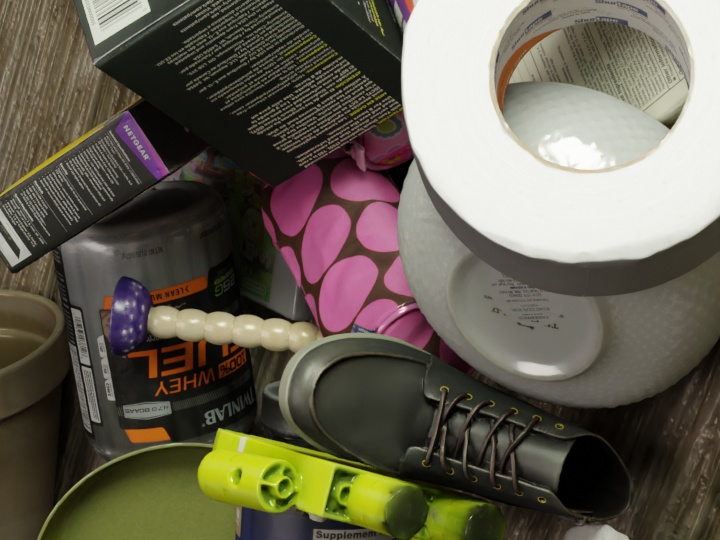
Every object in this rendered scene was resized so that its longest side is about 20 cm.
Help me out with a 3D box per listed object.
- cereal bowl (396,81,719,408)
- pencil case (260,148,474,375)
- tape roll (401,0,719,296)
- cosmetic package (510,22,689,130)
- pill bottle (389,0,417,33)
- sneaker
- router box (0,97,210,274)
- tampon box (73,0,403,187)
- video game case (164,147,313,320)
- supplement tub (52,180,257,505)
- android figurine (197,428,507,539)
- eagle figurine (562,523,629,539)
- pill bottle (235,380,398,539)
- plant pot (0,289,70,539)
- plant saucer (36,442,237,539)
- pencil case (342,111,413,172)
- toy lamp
[{"bbox_3d":[0.105,0.000,1.417,0.199,0.083,0.201,18,134,19],"label":"cereal bowl"},{"bbox_3d":[0.000,0.000,1.586,0.094,0.090,0.200,-49,36,17],"label":"pencil case"},{"bbox_3d":[0.120,-0.092,1.323,0.066,0.199,0.202,64,-173,-73],"label":"tape roll"},{"bbox_3d":[0.135,-0.098,1.456,0.200,0.071,0.106,-38,66,46],"label":"cosmetic package"},{"bbox_3d":[0.051,-0.218,1.518,0.111,0.111,0.201,-45,59,43],"label":"pill bottle"},{"bbox_3d":[0.057,0.087,1.438,0.106,0.199,0.075,11,85,60],"label":"sneaker"},{"bbox_3d":[-0.137,-0.083,1.644,0.149,0.200,0.051,-29,97,33],"label":"router box"},{"bbox_3d":[-0.071,-0.169,1.494,0.126,0.200,0.151,-29,60,17],"label":"tampon box"},{"bbox_3d":[-0.088,-0.081,1.775,0.199,0.022,0.184,24,112,48],"label":"video game case"},{"bbox_3d":[-0.137,0.049,1.747,0.122,0.122,0.202,13,118,50],"label":"supplement tub"},{"bbox_3d":[-0.011,0.131,1.500,0.199,0.181,0.041,9,84,50],"label":"android figurine"},{"bbox_3d":[0.104,0.238,1.490,0.150,0.200,0.153,3,66,24],"label":"eagle figurine"},{"bbox_3d":[-0.026,0.176,1.652,0.111,0.111,0.202,15,105,49],"label":"pill bottle"},{"bbox_3d":[-0.308,0.131,1.961,0.199,0.199,0.175,17,124,49],"label":"plant pot"},{"bbox_3d":[-0.123,0.194,1.730,0.031,0.198,0.201,-107,32,-60],"label":"plant saucer"},{"bbox_3d":[-0.012,-0.153,1.623,0.201,0.087,0.088,59,134,30],"label":"pencil case"},{"bbox_3d":[-0.059,0.042,1.641,0.198,0.058,0.059,7,102,8],"label":"toy lamp"}]
